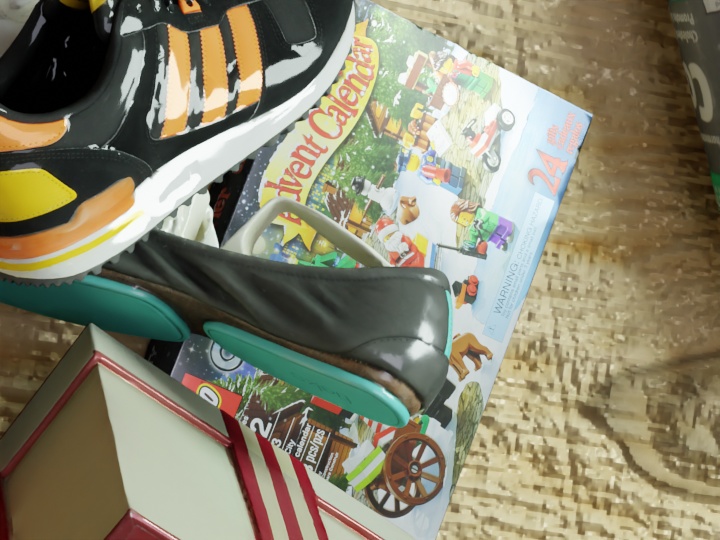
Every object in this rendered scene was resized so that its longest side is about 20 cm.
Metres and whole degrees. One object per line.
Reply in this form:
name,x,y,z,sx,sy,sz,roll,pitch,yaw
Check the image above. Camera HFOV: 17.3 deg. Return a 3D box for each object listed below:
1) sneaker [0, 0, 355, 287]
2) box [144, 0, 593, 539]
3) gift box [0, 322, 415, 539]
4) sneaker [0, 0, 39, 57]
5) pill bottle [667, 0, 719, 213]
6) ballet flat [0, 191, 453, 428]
sneaker,-0.073,-0.082,0.862,0.200,0.070,0.090,-45,137,-32
box,0.000,0.000,0.968,0.137,0.038,0.200,24,81,-24
gift box,-0.091,0.151,0.851,0.185,0.187,0.200,41,99,-21
sneaker,-0.148,-0.132,0.862,0.070,0.093,0.200,-46,109,-17
pill bottle,0.203,-0.069,1.022,0.113,0.113,0.200,-19,99,-24
ballet flat,-0.056,0.001,0.888,0.200,0.068,0.068,17,71,15
